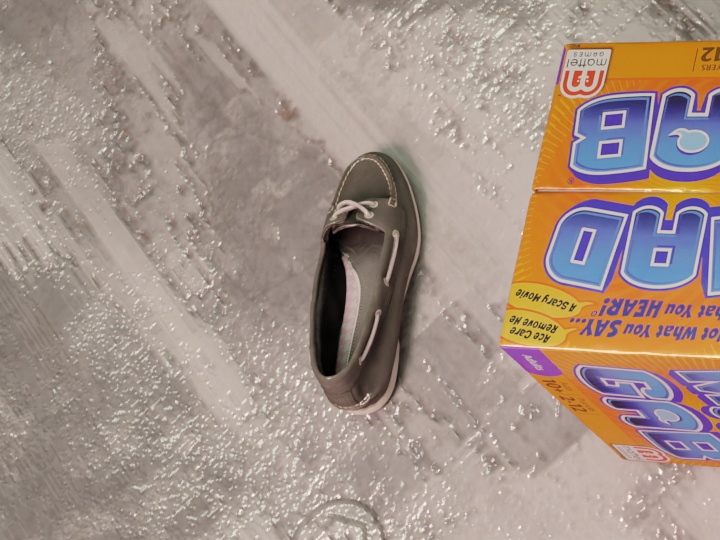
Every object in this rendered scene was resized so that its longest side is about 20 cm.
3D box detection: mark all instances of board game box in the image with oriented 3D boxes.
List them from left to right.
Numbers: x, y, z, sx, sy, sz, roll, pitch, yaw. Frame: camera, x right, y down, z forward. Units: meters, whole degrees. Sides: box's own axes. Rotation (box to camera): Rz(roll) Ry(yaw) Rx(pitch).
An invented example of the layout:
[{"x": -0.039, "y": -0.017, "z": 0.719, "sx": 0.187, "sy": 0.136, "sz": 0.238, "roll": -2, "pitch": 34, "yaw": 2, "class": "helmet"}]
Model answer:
[{"x": 0.230, "y": -0.005, "z": 1.399, "sx": 0.198, "sy": 0.200, "sz": 0.202, "roll": 2, "pitch": 68, "yaw": 31, "class": "board game box"}]

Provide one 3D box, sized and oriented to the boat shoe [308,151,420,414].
[{"x": 0.000, "y": 0.000, "z": 1.619, "sx": 0.066, "sy": 0.057, "sz": 0.202, "roll": -9, "pitch": 63, "yaw": 26, "class": "boat shoe"}]
